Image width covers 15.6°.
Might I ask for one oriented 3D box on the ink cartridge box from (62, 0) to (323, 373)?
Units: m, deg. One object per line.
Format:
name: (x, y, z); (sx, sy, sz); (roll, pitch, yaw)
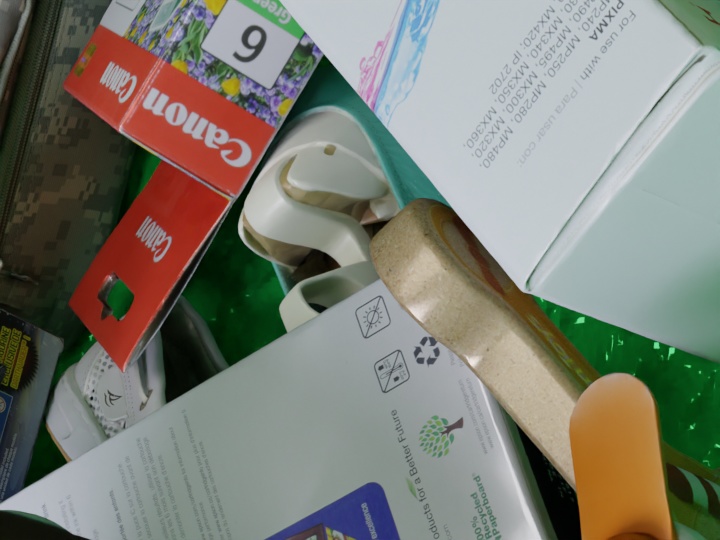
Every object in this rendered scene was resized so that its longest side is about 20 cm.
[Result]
ink cartridge box: (-0.056, -0.073, 0.889); (0.200, 0.050, 0.109); (-59, 20, 1)

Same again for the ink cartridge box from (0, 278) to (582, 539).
ink cartridge box: (-0.034, 0.084, 0.770); (0.200, 0.039, 0.100); (-29, 63, 21)

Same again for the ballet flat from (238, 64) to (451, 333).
ballet flat: (0.000, 0.000, 0.837); (0.067, 0.070, 0.200); (-42, 51, 25)

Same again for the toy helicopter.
toy helicopter: (0.069, 0.060, 0.675); (0.200, 0.132, 0.079); (48, 111, 14)

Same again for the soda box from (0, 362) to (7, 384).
soda box: (-0.195, 0.054, 0.880); (0.200, 0.071, 0.064); (-13, 54, 58)

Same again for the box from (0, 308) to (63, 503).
box: (-0.185, 0.105, 0.939); (0.200, 0.040, 0.137); (-30, 40, 48)

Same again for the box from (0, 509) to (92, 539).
box: (-0.052, 0.142, 0.645); (0.075, 0.100, 0.200); (-56, 46, 10)

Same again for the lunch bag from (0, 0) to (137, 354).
lunch bag: (-0.176, -0.074, 0.957); (0.139, 0.167, 0.201); (12, 84, 44)

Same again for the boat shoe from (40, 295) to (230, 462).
boat shoe: (-0.039, 0.072, 0.847); (0.069, 0.071, 0.200); (-57, 46, 14)

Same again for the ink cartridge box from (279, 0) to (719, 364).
ink cartridge box: (0.062, -0.067, 0.750); (0.083, 0.145, 0.200); (-52, 48, 17)
